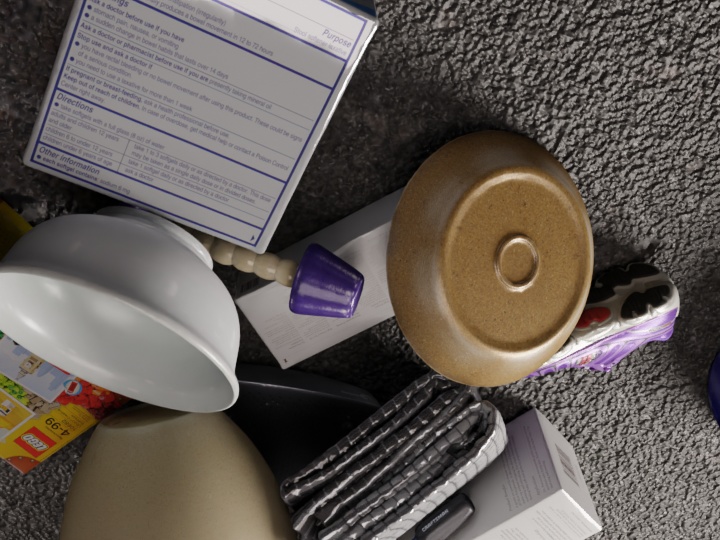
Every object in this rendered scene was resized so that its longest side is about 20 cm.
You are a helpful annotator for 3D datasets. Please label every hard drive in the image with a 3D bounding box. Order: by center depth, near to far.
[{"bbox_3d":[-0.090,0.148,0.902,0.196,0.043,0.137,9,123,-11],"label":"hard drive"}]

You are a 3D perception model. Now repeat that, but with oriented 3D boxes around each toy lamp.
[{"bbox_3d":[-0.094,-0.012,0.751,0.197,0.058,0.059,18,123,5],"label":"toy lamp"}]

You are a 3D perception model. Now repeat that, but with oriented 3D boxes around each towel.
[{"bbox_3d":[0.033,0.173,0.840,0.199,0.086,0.166,-38,162,-2],"label":"towel"}]

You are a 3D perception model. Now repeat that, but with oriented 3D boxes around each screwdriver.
[{"bbox_3d":[0.024,0.272,0.900,0.199,0.028,0.029,-36,78,8],"label":"screwdriver"}]

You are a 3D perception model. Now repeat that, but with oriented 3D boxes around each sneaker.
[{"bbox_3d":[0.188,0.067,0.853,0.197,0.081,0.084,-17,129,6],"label":"sneaker"}]

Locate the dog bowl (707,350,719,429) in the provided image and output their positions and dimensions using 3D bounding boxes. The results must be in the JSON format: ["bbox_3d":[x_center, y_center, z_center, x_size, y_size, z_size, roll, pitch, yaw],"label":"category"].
[{"bbox_3d":[0.433,0.117,0.904,0.196,0.079,0.203,-2,124,-3],"label":"dog bowl"}]

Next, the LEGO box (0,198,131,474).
[{"bbox_3d":[-0.297,0.053,0.801,0.148,0.078,0.200,-34,120,16],"label":"LEGO box"}]

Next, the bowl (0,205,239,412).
[{"bbox_3d":[-0.165,0.018,0.695,0.198,0.092,0.202,16,153,8],"label":"bowl"}]

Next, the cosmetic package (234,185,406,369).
[{"bbox_3d":[0.000,0.000,0.806,0.198,0.051,0.083,-26,117,12],"label":"cosmetic package"}]

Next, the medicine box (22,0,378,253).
[{"bbox_3d":[-0.111,-0.143,0.671,0.180,0.104,0.202,21,119,-17],"label":"medicine box"}]

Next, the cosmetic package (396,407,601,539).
[{"bbox_3d":[0.118,0.238,0.940,0.199,0.108,0.085,-34,124,19],"label":"cosmetic package"}]

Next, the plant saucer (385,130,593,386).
[{"bbox_3d":[0.114,-0.008,0.753,0.197,0.035,0.204,-2,94,-27],"label":"plant saucer"}]

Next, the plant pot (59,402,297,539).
[{"bbox_3d":[-0.159,0.182,0.797,0.196,0.200,0.137,-9,97,2],"label":"plant pot"}]
